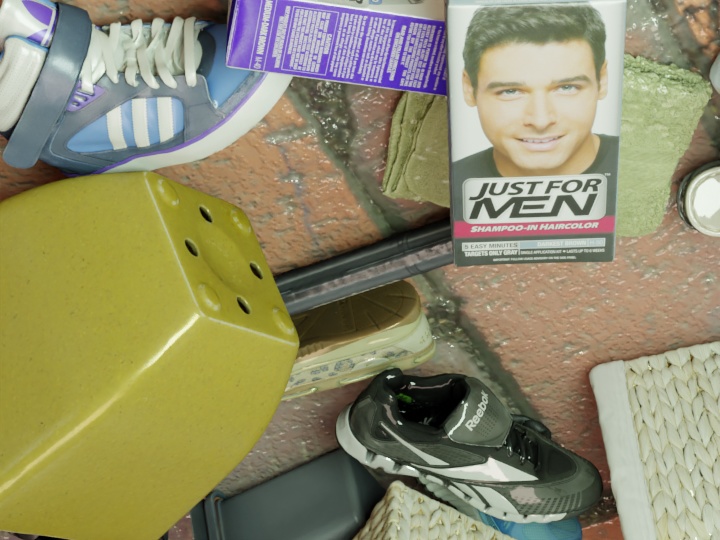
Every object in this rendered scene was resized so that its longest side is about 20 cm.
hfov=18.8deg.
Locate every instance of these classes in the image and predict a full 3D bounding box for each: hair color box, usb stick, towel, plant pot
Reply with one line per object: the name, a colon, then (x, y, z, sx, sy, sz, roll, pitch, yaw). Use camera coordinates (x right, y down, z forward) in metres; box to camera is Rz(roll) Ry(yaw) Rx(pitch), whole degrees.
hair color box: (0.022, -0.165, 1.302, 0.199, 0.110, 0.065, 8, 135, -9)
usb stick: (0.000, 0.000, 1.511, 0.199, 0.055, 0.033, -18, 93, 17)
towel: (0.120, -0.091, 1.430, 0.199, 0.037, 0.149, 9, 134, -8)
hair color box: (0.099, -0.094, 1.254, 0.098, 0.061, 0.201, -2, 134, 2)
plant pot: (-0.160, 0.044, 1.427, 0.200, 0.195, 0.195, -36, 151, 22)

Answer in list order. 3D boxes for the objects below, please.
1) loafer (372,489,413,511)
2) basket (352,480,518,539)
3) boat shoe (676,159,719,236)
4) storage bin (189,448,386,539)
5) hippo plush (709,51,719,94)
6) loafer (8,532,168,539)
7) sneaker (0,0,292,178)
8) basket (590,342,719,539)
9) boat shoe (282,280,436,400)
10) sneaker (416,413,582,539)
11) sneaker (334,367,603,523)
loafer: (0.069, 0.236, 1.661, 0.068, 0.071, 0.201, -24, 119, 19)
basket: (0.041, 0.295, 1.542, 0.160, 0.199, 0.201, 28, 115, -10)
boat shoe: (0.310, -0.057, 1.460, 0.198, 0.057, 0.067, -4, 100, -1)
storage bin: (-0.022, 0.242, 1.702, 0.134, 0.146, 0.200, -30, 129, 14)
hippo plush: (0.297, -0.125, 1.307, 0.158, 0.161, 0.201, -2, 135, 3)
loafer: (-0.234, 0.191, 1.692, 0.199, 0.063, 0.072, 31, 127, -27)
sneaker: (-0.155, -0.131, 1.353, 0.199, 0.081, 0.146, -22, 138, 29)
basket: (0.272, 0.179, 1.583, 0.160, 0.201, 0.199, -16, 134, 7)
boat shoe: (-0.045, 0.066, 1.560, 0.199, 0.074, 0.063, -14, 131, 13)
sneaker: (0.117, 0.160, 1.654, 0.090, 0.079, 0.200, -32, 130, 20)
sneaker: (0.084, 0.122, 1.548, 0.199, 0.067, 0.091, 19, 142, -3)
